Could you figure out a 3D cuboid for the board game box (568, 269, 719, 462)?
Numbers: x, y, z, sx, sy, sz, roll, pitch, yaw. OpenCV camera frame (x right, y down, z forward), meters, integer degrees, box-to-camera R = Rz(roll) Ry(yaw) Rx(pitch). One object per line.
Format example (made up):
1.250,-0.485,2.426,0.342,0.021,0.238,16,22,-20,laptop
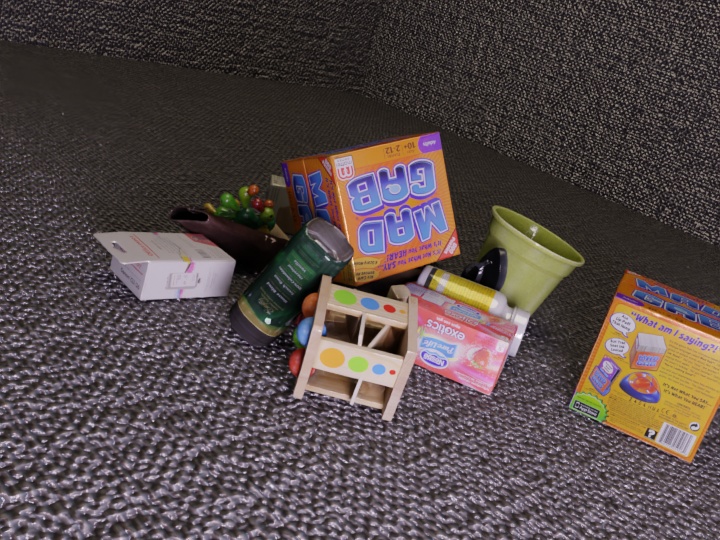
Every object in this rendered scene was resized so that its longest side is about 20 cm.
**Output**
0.479,0.145,1.272,0.199,0.201,0.200,23,20,17,board game box

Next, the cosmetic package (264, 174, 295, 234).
-0.107,-0.127,1.686,0.198,0.106,0.071,11,21,-10,cosmetic package

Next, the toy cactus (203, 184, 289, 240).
-0.205,-0.086,1.503,0.199,0.103,0.165,-8,-38,47,toy cactus

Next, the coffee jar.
-0.104,0.020,1.149,0.085,0.200,0.104,43,21,1,coffee jar

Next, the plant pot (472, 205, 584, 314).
0.290,0.007,1.494,0.199,0.185,0.201,26,19,-10,plant pot

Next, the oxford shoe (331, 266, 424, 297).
0.037,0.037,1.384,0.199,0.085,0.073,-19,-6,-31,oxford shoe

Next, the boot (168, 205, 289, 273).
-0.216,-0.053,1.362,0.199,0.073,0.166,12,-12,30,boot

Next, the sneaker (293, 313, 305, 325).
-0.064,0.061,1.256,0.097,0.071,0.200,-2,29,-42,sneaker

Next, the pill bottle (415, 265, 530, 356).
0.187,0.075,1.361,0.199,0.112,0.111,20,20,12,pill bottle

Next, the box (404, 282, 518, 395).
0.140,0.105,1.264,0.199,0.095,0.103,22,20,13,box

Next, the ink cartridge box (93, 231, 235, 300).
-0.315,-0.009,1.243,0.199,0.068,0.116,0,25,-43,ink cartridge box

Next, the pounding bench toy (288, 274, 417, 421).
-0.012,0.081,1.097,0.155,0.125,0.201,15,33,-5,pounding bench toy

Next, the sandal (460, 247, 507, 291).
0.203,0.025,1.433,0.043,0.200,0.077,9,58,-25,sandal

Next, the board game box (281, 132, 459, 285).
0.014,-0.105,1.298,0.199,0.202,0.199,-17,12,-26,board game box

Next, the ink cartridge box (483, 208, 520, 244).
0.314,-0.058,1.776,0.075,0.149,0.200,14,18,-3,ink cartridge box

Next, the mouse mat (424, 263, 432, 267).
0.074,-0.109,1.447,0.007,0.202,0.161,-19,18,-23,mouse mat
